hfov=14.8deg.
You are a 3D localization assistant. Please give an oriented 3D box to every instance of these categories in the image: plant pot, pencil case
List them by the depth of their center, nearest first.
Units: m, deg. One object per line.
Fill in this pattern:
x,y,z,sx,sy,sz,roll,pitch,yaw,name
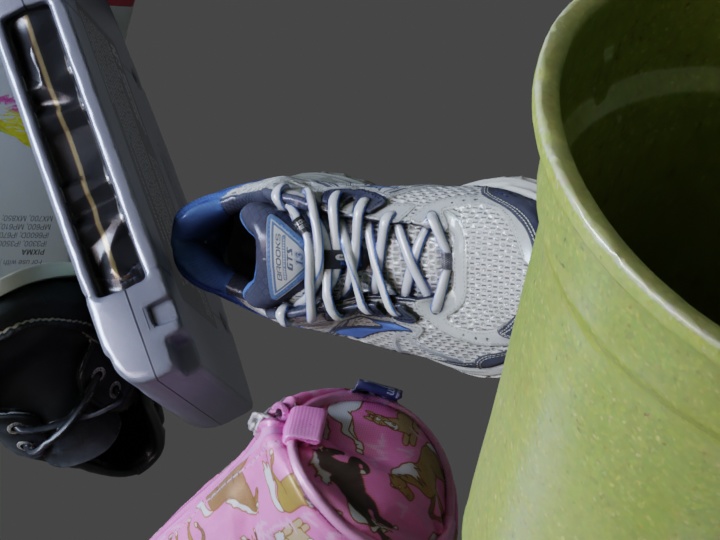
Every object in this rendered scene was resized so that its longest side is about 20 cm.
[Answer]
0.118,0.039,0.836,0.201,0.200,0.185,57,141,35,plant pot
-0.045,0.122,1.103,0.200,0.083,0.087,-45,57,42,pencil case

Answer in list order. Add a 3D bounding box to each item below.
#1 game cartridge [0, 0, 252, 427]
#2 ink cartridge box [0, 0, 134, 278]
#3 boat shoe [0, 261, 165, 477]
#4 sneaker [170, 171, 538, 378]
-0.100,-0.035,1.145,0.040,0.133,0.201,-23,74,9,game cartridge
-0.208,-0.096,1.265,0.145,0.144,0.201,35,117,46,ink cartridge box
-0.122,0.051,1.145,0.066,0.074,0.199,60,177,15,boat shoe
0.000,0.000,1.048,0.200,0.085,0.077,3,91,51,sneaker
